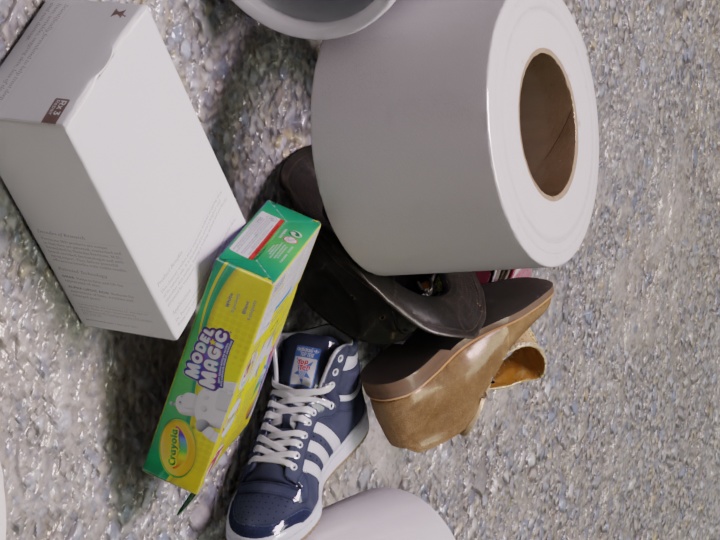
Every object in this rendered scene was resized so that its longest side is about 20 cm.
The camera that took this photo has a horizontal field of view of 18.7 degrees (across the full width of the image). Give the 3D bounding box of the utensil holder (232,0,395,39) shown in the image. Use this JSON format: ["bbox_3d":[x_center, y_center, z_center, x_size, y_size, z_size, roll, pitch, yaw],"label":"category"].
[{"bbox_3d":[0.000,-0.277,1.539,0.200,0.169,0.171,-46,135,-52],"label":"utensil holder"}]

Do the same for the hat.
[{"bbox_3d":[0.000,0.000,1.674,0.081,0.201,0.200,-46,162,23],"label":"hat"}]

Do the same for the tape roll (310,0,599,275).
[{"bbox_3d":[0.071,-0.099,1.558,0.202,0.139,0.204,9,80,-61],"label":"tape roll"}]

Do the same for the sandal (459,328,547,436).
[{"bbox_3d":[0.126,0.083,1.896,0.078,0.069,0.212,-62,-176,34],"label":"sandal"}]

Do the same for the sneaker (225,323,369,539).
[{"bbox_3d":[-0.051,0.118,1.638,0.200,0.070,0.109,-54,146,-52],"label":"sneaker"}]

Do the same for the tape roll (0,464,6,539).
[{"bbox_3d":[-0.266,0.114,1.206,0.203,0.037,0.204,50,31,-46],"label":"tape roll"}]

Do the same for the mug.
[{"bbox_3d":[-0.021,0.266,1.667,0.153,0.149,0.188,-2,92,-53],"label":"mug"}]

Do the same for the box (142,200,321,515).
[{"bbox_3d":[-0.091,0.063,1.501,0.117,0.048,0.201,-54,165,-63],"label":"box"}]

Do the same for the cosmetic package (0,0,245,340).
[{"bbox_3d":[-0.157,-0.063,1.392,0.113,0.081,0.200,-60,144,-35],"label":"cosmetic package"}]

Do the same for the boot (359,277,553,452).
[{"bbox_3d":[0.082,0.070,1.719,0.200,0.073,0.076,-34,117,-34],"label":"boot"}]

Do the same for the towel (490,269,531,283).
[{"bbox_3d":[0.143,-0.045,1.824,0.144,0.023,0.201,-56,162,-60],"label":"towel"}]

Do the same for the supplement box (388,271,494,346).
[{"bbox_3d":[0.083,0.007,1.835,0.109,0.061,0.201,95,18,-60],"label":"supplement box"}]
